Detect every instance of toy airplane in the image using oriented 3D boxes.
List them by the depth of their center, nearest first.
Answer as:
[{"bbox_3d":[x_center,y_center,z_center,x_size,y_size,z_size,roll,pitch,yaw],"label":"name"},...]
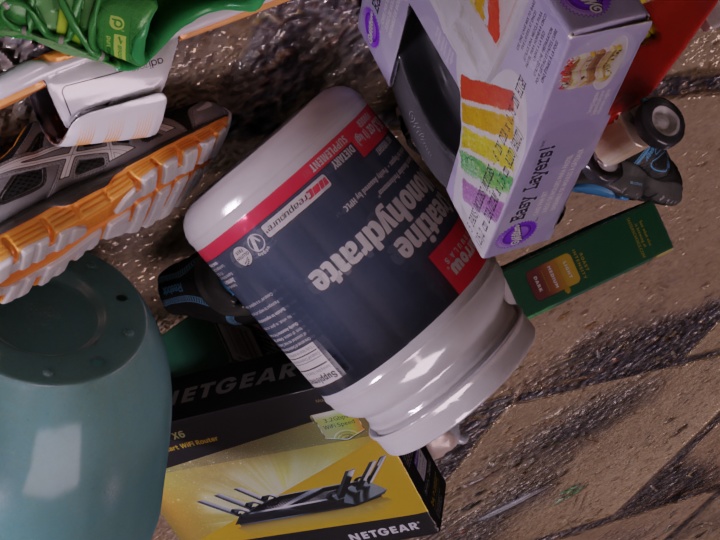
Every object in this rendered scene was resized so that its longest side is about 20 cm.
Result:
[{"bbox_3d":[0.162,-0.167,0.881,0.200,0.141,0.199,-46,-173,16],"label":"toy airplane"}]

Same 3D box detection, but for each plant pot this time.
[{"bbox_3d":[-0.208,0.081,0.888,0.200,0.201,0.161,-10,138,-32],"label":"plant pot"}]

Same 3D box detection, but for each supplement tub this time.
[{"bbox_3d":[0.000,0.000,0.888,0.140,0.200,0.140,-40,-172,6],"label":"supplement tub"}]

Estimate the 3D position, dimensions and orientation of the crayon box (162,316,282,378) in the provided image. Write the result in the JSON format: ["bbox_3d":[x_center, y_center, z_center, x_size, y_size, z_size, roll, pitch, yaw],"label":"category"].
[{"bbox_3d":[-0.130,0.117,1.163,0.172,0.058,0.200,-35,152,14],"label":"crayon box"}]

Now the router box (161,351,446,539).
[{"bbox_3d":[-0.058,0.138,1.037,0.199,0.052,0.158,-15,124,21],"label":"router box"}]

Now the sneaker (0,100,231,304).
[{"bbox_3d":[-0.157,-0.058,0.821,0.200,0.077,0.078,-31,165,-36],"label":"sneaker"}]

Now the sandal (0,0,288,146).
[{"bbox_3d":[-0.110,-0.104,0.761,0.206,0.059,0.079,-22,-170,-12],"label":"sandal"}]

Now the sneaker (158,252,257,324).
[{"bbox_3d":[-0.055,0.001,1.025,0.082,0.074,0.199,-15,168,40],"label":"sneaker"}]

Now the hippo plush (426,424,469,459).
[{"bbox_3d":[0.019,0.091,1.161,0.161,0.159,0.200,103,14,-54],"label":"hippo plush"}]

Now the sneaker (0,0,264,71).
[{"bbox_3d":[-0.135,-0.137,0.684,0.199,0.084,0.074,-19,152,-16],"label":"sneaker"}]

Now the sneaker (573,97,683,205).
[{"bbox_3d":[0.209,-0.094,1.087,0.200,0.073,0.082,-5,105,-70],"label":"sneaker"}]

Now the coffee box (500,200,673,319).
[{"bbox_3d":[0.119,0.014,1.050,0.199,0.044,0.123,-24,178,-21],"label":"coffee box"}]

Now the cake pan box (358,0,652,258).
[{"bbox_3d":[0.065,-0.132,0.768,0.052,0.185,0.200,-15,153,-18],"label":"cake pan box"}]

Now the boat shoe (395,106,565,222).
[{"bbox_3d":[0.091,-0.075,1.010,0.074,0.061,0.200,-7,167,29],"label":"boat shoe"}]
